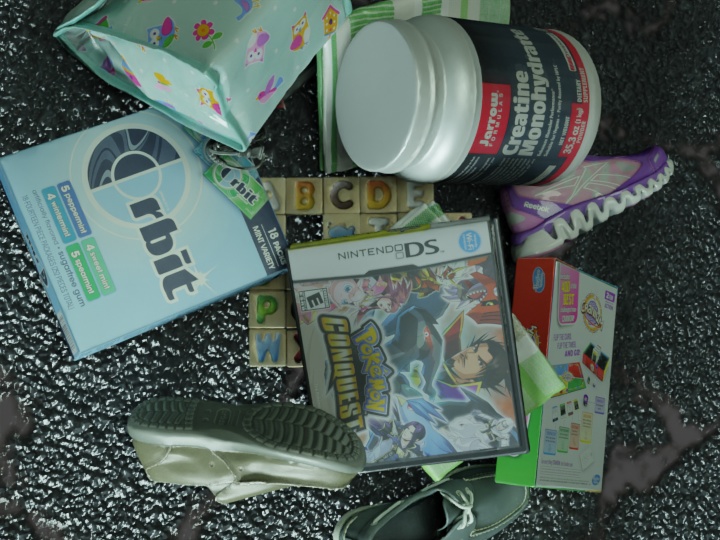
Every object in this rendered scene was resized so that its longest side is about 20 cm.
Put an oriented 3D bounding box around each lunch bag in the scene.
[{"bbox_3d":[-0.136,-0.218,0.978,0.199,0.122,0.171,27,69,27],"label":"lunch bag"}]

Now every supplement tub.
[{"bbox_3d":[0.094,-0.144,1.027,0.199,0.140,0.142,-2,85,-33],"label":"supplement tub"}]

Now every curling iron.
[{"bbox_3d":[-0.070,-0.145,1.036,0.049,0.026,0.200,23,43,12],"label":"curling iron"}]

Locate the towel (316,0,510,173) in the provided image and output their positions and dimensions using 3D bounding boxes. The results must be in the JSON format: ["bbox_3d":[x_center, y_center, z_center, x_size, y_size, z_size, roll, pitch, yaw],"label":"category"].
[{"bbox_3d":[0.051,-0.176,1.087,0.199,0.023,0.154,-17,123,-24],"label":"towel"}]

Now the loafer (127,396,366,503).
[{"bbox_3d":[-0.093,0.152,0.987,0.198,0.075,0.070,8,115,8],"label":"loafer"}]

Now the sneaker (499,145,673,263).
[{"bbox_3d":[0.215,-0.086,1.159,0.199,0.080,0.089,-27,88,-22],"label":"sneaker"}]

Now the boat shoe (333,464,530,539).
[{"bbox_3d":[0.076,0.225,1.075,0.199,0.062,0.073,-11,89,-23],"label":"boat shoe"}]

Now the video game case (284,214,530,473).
[{"bbox_3d":[0.040,0.065,0.999,0.179,0.026,0.202,-8,97,6],"label":"video game case"}]

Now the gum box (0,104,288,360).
[{"bbox_3d":[-0.177,-0.043,0.996,0.199,0.045,0.171,-22,87,-24],"label":"gum box"}]

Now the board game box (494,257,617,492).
[{"bbox_3d":[0.185,0.100,1.104,0.153,0.040,0.202,19,75,-55],"label":"board game box"}]

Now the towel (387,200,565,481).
[{"bbox_3d":[0.061,0.061,1.025,0.149,0.031,0.200,-36,93,10],"label":"towel"}]

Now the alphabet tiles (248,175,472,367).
[{"bbox_3d":[0.000,0.000,1.052,0.198,0.008,0.169,-1,85,2],"label":"alphabet tiles"}]
